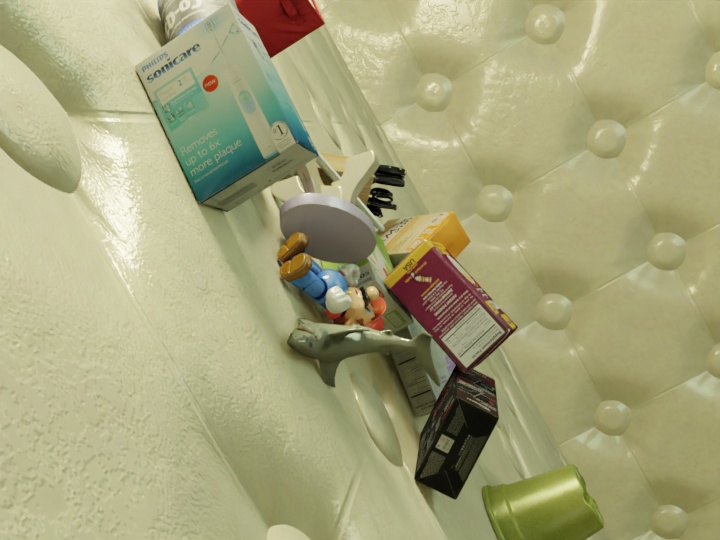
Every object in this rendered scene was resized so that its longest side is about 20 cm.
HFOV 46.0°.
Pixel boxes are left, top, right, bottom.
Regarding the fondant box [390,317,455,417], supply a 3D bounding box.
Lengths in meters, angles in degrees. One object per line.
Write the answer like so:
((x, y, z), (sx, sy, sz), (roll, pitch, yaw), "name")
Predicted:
((0.116, 0.149, 1.534), (0.144, 0.058, 0.202), (-8, 75, -60), "fondant box")

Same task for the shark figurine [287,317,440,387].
((-0.009, 0.112, 1.112), (0.128, 0.212, 0.091), (-168, -94, -68), "shark figurine")

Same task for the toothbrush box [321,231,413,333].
((0.000, 0.000, 1.449), (0.146, 0.086, 0.201), (48, 19, -46), "toothbrush box")

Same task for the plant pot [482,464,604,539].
((0.366, 0.478, 1.658), (0.201, 0.183, 0.201), (57, 13, -20), "plant pot")

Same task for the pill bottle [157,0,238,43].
((-0.216, -0.324, 1.206), (0.114, 0.113, 0.201), (44, 20, -56), "pill bottle")

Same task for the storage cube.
((-0.200, -0.514, 1.568), (0.171, 0.179, 0.201), (39, 26, -62), "storage cube")

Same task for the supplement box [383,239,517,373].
((0.149, 0.056, 1.384), (0.200, 0.103, 0.131), (48, 10, 11), "supplement box")

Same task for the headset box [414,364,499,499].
((0.153, 0.244, 1.344), (0.074, 0.150, 0.200), (26, 12, 1), "headset box")

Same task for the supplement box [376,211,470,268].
((0.091, -0.040, 1.594), (0.199, 0.126, 0.074), (-5, -55, 54), "supplement box")

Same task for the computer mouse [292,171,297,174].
((-0.133, -0.195, 1.445), (0.110, 0.044, 0.200), (57, 16, 9), "computer mouse")

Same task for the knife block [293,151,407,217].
((-0.013, -0.178, 1.590), (0.200, 0.175, 0.064), (52, 13, -35), "knife block")

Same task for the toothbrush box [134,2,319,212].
((-0.165, -0.198, 1.049), (0.202, 0.145, 0.085), (64, 12, 12), "toothbrush box")

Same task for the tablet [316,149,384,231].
((-0.035, -0.152, 1.483), (0.200, 0.014, 0.130), (47, 1, -19), "tablet")

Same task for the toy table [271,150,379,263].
((-0.053, -0.103, 1.299), (0.200, 0.182, 0.118), (57, 25, -62), "toy table")

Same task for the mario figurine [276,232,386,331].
((-0.025, 0.021, 1.222), (0.200, 0.105, 0.124), (43, 54, -36), "mario figurine")
